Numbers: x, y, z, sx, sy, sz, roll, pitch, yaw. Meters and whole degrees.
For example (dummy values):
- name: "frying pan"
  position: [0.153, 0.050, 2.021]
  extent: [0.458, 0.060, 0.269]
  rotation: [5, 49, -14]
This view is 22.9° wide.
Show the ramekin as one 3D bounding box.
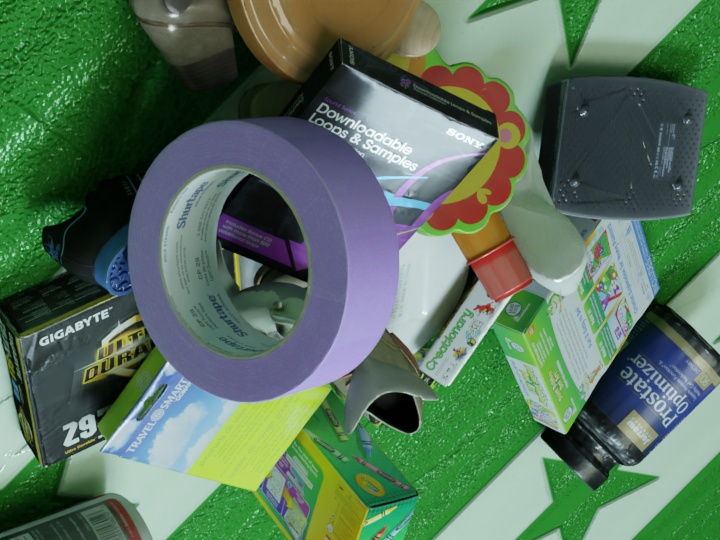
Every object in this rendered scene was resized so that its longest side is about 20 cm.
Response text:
- name: "ramekin"
  position: [0.000, 0.000, 1.553]
  extent: [0.200, 0.098, 0.201]
  rotation: [-25, 139, -24]

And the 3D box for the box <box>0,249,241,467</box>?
- name: "box"
  position: [-0.193, 0.058, 1.474]
  extent: [0.200, 0.049, 0.160]
  rotation: [-25, 141, -24]

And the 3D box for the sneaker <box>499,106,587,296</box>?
- name: "sneaker"
  position: [0.133, -0.063, 1.555]
  extent: [0.075, 0.200, 0.089]
  rotation: [-24, 161, 1]

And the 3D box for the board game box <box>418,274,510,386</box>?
- name: "board game box"
  position: [0.114, 0.024, 1.642]
  extent: [0.126, 0.035, 0.200]
  rotation: [-57, 178, 15]

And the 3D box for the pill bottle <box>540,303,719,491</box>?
- name: "pill bottle"
  position: [0.296, 0.141, 1.946]
  extent: [0.200, 0.112, 0.112]
  rotation: [-45, 143, 1]

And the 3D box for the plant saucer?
- name: "plant saucer"
  position: [-0.018, -0.233, 1.300]
  extent: [0.200, 0.032, 0.201]
  rotation: [-12, 107, -44]

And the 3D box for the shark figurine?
- name: "shark figurine"
  position: [-0.039, 0.037, 1.356]
  extent: [0.089, 0.214, 0.128]
  rotation: [-19, 111, -44]

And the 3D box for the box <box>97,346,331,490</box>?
- name: "box"
  position: [-0.128, 0.114, 1.506]
  extent: [0.200, 0.048, 0.122]
  rotation: [23, 108, -50]

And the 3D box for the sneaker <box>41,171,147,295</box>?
- name: "sneaker"
  position: [-0.160, -0.055, 1.388]
  extent: [0.200, 0.078, 0.070]
  rotation: [-38, 146, -44]

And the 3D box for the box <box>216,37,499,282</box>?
- name: "box"
  position: [-0.010, -0.071, 1.342]
  extent: [0.143, 0.036, 0.200]
  rotation: [22, 127, -26]

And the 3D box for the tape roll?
- name: "tape roll"
  position: [-0.072, -0.009, 1.274]
  extent: [0.066, 0.200, 0.200]
  rotation: [-13, 135, -54]

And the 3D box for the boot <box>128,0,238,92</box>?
- name: "boot"
  position: [-0.081, -0.225, 1.298]
  extent: [0.200, 0.070, 0.146]
  rotation: [-36, 132, -29]

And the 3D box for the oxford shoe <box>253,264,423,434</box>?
- name: "oxford shoe"
  position: [-0.009, 0.060, 1.451]
  extent: [0.070, 0.075, 0.200]
  rotation: [-41, 124, 13]

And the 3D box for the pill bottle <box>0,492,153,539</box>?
- name: "pill bottle"
  position: [-0.283, 0.276, 1.542]
  extent: [0.200, 0.116, 0.116]
  rotation: [-18, 136, -29]

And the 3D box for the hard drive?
- name: "hard drive"
  position: [0.244, -0.116, 1.675]
  extent: [0.200, 0.042, 0.135]
  rotation: [-1, 101, -41]

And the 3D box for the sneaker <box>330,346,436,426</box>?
- name: "sneaker"
  position: [0.028, 0.094, 1.684]
  extent: [0.075, 0.076, 0.200]
  rotation: [-57, 165, 7]

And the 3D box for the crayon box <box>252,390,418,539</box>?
- name: "crayon box"
  position: [-0.037, 0.187, 1.611]
  extent: [0.058, 0.200, 0.119]
  rotation: [-10, 132, -34]

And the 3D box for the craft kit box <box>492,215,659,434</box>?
- name: "craft kit box"
  position: [0.219, 0.033, 1.781]
  extent: [0.198, 0.048, 0.200]
  rotation: [-56, 147, -21]

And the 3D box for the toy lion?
- name: "toy lion"
  position: [0.030, -0.104, 1.422]
  extent: [0.200, 0.069, 0.192]
  rotation: [-33, 101, -12]

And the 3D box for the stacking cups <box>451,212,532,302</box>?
- name: "stacking cups"
  position: [0.076, -0.067, 1.487]
  extent: [0.060, 0.200, 0.061]
  rotation: [-27, -178, 1]
